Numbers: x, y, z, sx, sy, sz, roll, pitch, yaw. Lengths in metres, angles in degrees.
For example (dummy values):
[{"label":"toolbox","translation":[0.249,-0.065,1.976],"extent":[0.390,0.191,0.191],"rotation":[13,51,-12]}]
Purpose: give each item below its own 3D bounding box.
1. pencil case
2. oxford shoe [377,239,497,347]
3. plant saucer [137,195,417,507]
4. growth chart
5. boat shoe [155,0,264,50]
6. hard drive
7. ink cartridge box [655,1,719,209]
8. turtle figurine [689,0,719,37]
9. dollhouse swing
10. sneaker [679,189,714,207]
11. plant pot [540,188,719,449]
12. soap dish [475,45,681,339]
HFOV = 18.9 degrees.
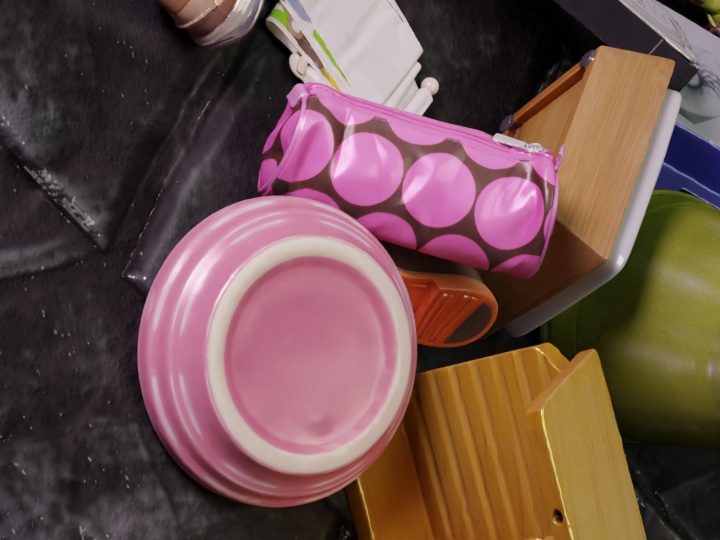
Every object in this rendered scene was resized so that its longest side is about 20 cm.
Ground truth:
[{"label":"pencil case","translation":[0.034,-0.065,1.444],"extent":[0.200,0.094,0.091],"rotation":[15,30,-7]},{"label":"oxford shoe","translation":[0.000,0.000,1.489],"extent":[0.200,0.071,0.073],"rotation":[17,33,-36]},{"label":"plant saucer","translation":[-0.043,0.052,1.376],"extent":[0.200,0.051,0.201],"rotation":[-1,91,-32]},{"label":"growth chart","translation":[-0.013,-0.174,1.548],"extent":[0.145,0.018,0.200],"rotation":[-42,109,-45]},{"label":"boat shoe","translation":[-0.093,-0.247,1.445],"extent":[0.072,0.076,0.200],"rotation":[29,57,-36]},{"label":"hard drive","translation":[0.171,-0.224,1.663],"extent":[0.200,0.038,0.140],"rotation":[37,17,-12]},{"label":"ink cartridge box","translation":[0.297,-0.110,1.766],"extent":[0.199,0.041,0.200],"rotation":[28,44,-13]},{"label":"turtle figurine","translation":[0.326,-0.245,1.901],"extent":[0.161,0.064,0.200],"rotation":[37,61,-24]},{"label":"dollhouse swing","translation":[0.043,0.160,1.375],"extent":[0.176,0.200,0.182],"rotation":[-13,88,-40]},{"label":"sneaker","translation":[0.258,-0.053,1.772],"extent":[0.200,0.073,0.112],"rotation":[-3,74,-53]},{"label":"plant pot","translation":[0.268,0.051,1.597],"extent":[0.200,0.193,0.201],"rotation":[-5,101,-26]},{"label":"soap dish","translation":[0.147,-0.061,1.592],"extent":[0.081,0.157,0.200],"rotation":[34,53,-15]}]
